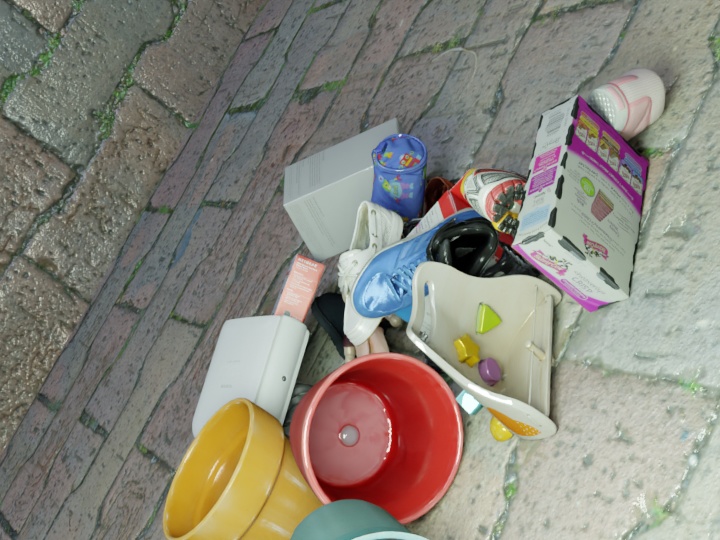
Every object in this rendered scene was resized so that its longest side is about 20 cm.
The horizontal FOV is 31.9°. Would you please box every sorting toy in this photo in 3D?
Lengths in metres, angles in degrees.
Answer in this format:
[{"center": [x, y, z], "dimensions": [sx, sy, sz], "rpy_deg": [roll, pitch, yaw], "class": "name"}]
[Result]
[{"center": [0.126, 0.077, 1.399], "dimensions": [0.107, 0.179, 0.201], "rpy_deg": [-38, 28, 38], "class": "sorting toy"}]

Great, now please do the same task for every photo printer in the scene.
[{"center": [-0.161, 0.167, 1.792], "dimensions": [0.165, 0.069, 0.202], "rpy_deg": [-7, 62, 52], "class": "photo printer"}]

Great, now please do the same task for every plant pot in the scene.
[{"center": [-0.125, 0.296, 1.628], "dimensions": [0.200, 0.182, 0.201], "rpy_deg": [-46, 24, 27], "class": "plant pot"}, {"center": [0.003, 0.200, 1.511], "dimensions": [0.202, 0.199, 0.177], "rpy_deg": [-62, 12, -13], "class": "plant pot"}, {"center": [0.004, 0.338, 1.313], "dimensions": [0.201, 0.199, 0.196], "rpy_deg": [-56, 14, 0], "class": "plant pot"}]

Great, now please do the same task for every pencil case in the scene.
[{"center": [0.050, -0.100, 1.810], "dimensions": [0.201, 0.086, 0.078], "rpy_deg": [93, -166, -46], "class": "pencil case"}]

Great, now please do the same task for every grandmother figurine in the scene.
[{"center": [0.011, 0.086, 1.702], "dimensions": [0.121, 0.060, 0.202], "rpy_deg": [-33, 57, 30], "class": "grandmother figurine"}]

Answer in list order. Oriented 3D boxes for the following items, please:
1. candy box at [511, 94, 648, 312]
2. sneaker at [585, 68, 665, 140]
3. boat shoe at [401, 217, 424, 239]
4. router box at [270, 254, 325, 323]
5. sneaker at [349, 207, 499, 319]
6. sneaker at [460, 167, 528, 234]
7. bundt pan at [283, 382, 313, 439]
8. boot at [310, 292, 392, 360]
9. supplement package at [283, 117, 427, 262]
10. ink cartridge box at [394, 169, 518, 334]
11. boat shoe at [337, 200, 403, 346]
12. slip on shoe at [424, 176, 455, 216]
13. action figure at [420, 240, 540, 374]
[{"center": [0.248, -0.075, 1.405], "dimensions": [0.061, 0.136, 0.202], "rpy_deg": [-25, 37, 43], "class": "candy box"}, {"center": [0.304, -0.177, 1.534], "dimensions": [0.104, 0.076, 0.200], "rpy_deg": [-28, -12, -22], "class": "sneaker"}, {"center": [0.074, -0.052, 1.707], "dimensions": [0.198, 0.063, 0.073], "rpy_deg": [-10, 53, 35], "class": "boat shoe"}, {"center": [-0.113, 0.069, 1.976], "dimensions": [0.200, 0.048, 0.181], "rpy_deg": [171, 120, -85], "class": "router box"}, {"center": [0.076, -0.003, 1.490], "dimensions": [0.198, 0.077, 0.111], "rpy_deg": [-30, 10, 1], "class": "sneaker"}, {"center": [0.192, -0.082, 1.478], "dimensions": [0.082, 0.199, 0.078], "rpy_deg": [37, 102, 37], "class": "sneaker"}, {"center": [-0.110, 0.247, 1.809], "dimensions": [0.202, 0.075, 0.203], "rpy_deg": [-46, 24, 27], "class": "bundt pan"}, {"center": [0.016, 0.034, 1.830], "dimensions": [0.169, 0.076, 0.200], "rpy_deg": [-56, 26, 10], "class": "boot"}, {"center": [-0.005, -0.123, 1.944], "dimensions": [0.198, 0.120, 0.122], "rpy_deg": [-23, 31, 13], "class": "supplement package"}, {"center": [0.122, -0.017, 1.622], "dimensions": [0.200, 0.116, 0.068], "rpy_deg": [-49, 24, 21], "class": "ink cartridge box"}, {"center": [0.000, 0.000, 1.609], "dimensions": [0.071, 0.069, 0.202], "rpy_deg": [-31, 38, 44], "class": "boat shoe"}, {"center": [0.118, -0.061, 1.768], "dimensions": [0.074, 0.061, 0.201], "rpy_deg": [-41, 28, 29], "class": "slip on shoe"}, {"center": [0.124, 0.051, 1.549], "dimensions": [0.201, 0.102, 0.119], "rpy_deg": [-51, 20, 7], "class": "action figure"}]
